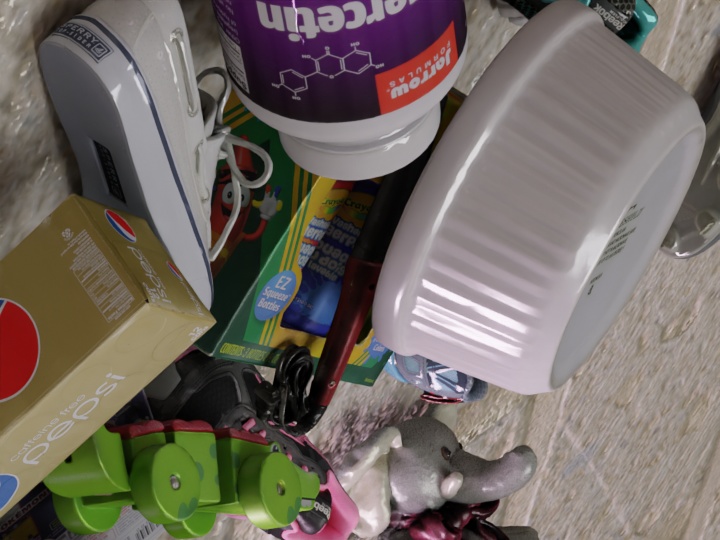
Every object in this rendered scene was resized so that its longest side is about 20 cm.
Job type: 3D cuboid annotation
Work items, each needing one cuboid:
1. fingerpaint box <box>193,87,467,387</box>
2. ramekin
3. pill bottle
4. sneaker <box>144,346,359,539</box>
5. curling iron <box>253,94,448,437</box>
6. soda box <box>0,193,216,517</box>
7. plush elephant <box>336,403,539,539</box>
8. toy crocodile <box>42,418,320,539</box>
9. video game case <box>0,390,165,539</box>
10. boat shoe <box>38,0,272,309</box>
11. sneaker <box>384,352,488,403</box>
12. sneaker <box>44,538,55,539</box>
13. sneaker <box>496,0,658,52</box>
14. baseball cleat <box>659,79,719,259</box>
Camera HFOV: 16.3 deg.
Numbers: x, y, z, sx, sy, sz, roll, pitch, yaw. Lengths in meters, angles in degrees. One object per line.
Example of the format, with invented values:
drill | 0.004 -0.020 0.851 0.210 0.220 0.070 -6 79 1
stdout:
fingerpaint box | -0.014 -0.032 1.310 0.167 0.073 0.200 -58 156 7
ramekin | 0.096 -0.028 1.281 0.202 0.094 0.202 -54 165 -21
pill bottle | -0.012 -0.136 1.102 0.112 0.112 0.200 -42 144 -26
sneaker | -0.055 0.103 1.379 0.079 0.095 0.200 -50 150 -5
curling iron | 0.000 0.000 1.256 0.050 0.026 0.200 -6 127 -61
soda box | -0.163 0.058 1.102 0.200 0.064 0.068 -41 159 13
plush elephant | 0.057 0.161 1.615 0.165 0.200 0.155 -37 131 -61
toy crocodile | -0.089 0.099 1.252 0.200 0.067 0.062 12 71 -53
video game case | -0.182 0.139 1.267 0.200 0.023 0.182 -39 153 -17
boat shoe | -0.086 -0.058 1.156 0.086 0.075 0.202 -43 144 -24
sneaker | 0.090 -0.008 1.505 0.200 0.095 0.079 -58 156 9
sneaker | -0.139 0.176 1.293 0.070 0.082 0.200 -54 179 -22
sneaker | 0.105 -0.162 1.339 0.078 0.091 0.200 -59 156 7
baseball cleat | 0.271 -0.098 1.754 0.106 0.070 0.200 -11 132 -57
